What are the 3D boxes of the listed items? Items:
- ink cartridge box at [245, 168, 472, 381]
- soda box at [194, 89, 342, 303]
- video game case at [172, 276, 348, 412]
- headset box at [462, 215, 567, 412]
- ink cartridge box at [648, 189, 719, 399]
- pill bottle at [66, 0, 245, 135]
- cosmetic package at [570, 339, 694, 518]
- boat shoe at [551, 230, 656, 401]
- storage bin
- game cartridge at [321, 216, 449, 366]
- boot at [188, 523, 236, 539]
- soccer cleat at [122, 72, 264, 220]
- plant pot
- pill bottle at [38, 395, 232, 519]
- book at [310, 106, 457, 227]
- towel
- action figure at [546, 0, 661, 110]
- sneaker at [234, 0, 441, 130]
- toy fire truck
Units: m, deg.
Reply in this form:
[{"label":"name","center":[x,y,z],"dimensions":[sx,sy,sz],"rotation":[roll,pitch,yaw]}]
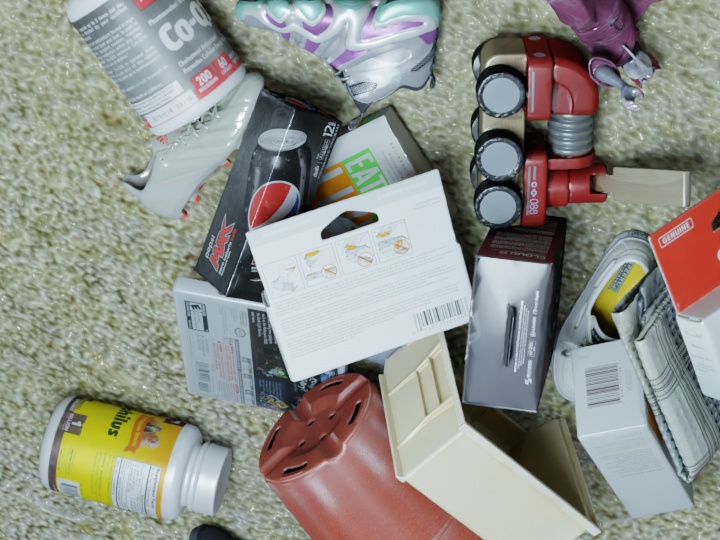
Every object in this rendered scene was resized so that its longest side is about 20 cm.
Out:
[{"label":"ink cartridge box","center":[0.000,0.000,1.616],"dimensions":[0.200,0.044,0.174],"rotation":[-18,117,-4]},{"label":"soda box","center":[-0.092,-0.072,1.634],"dimensions":[0.063,0.071,0.200],"rotation":[10,107,-39]},{"label":"video game case","center":[-0.102,0.087,1.756],"dimensions":[0.181,0.023,0.200],"rotation":[11,144,8]},{"label":"headset box","center":[0.150,0.039,1.603],"dimensions":[0.077,0.200,0.149],"rotation":[6,106,9]},{"label":"ink cartridge box","center":[0.381,-0.001,1.555],"dimensions":[0.200,0.044,0.174],"rotation":[-32,113,-21]},{"label":"pill bottle","center":[-0.211,-0.242,1.604],"dimensions":[0.114,0.114,0.200],"rotation":[-28,108,24]},{"label":"cosmetic package","center":[0.274,0.160,1.656],"dimensions":[0.071,0.102,0.200],"rotation":[-12,146,19]},{"label":"boat shoe","center":[0.246,0.063,1.671],"dimensions":[0.074,0.086,0.202],"rotation":[24,119,0]},{"label":"storage bin","center":[0.126,0.173,1.670],"dimensions":[0.094,0.199,0.200],"rotation":[-42,117,20]},{"label":"game cartridge","center":[-0.002,0.025,1.701],"dimensions":[0.200,0.041,0.133],"rotation":[32,135,-23]},{"label":"boot","center":[-0.073,0.326,1.892],"dimensions":[0.200,0.066,0.165],"rotation":[-23,117,26]},{"label":"soccer cleat","center":[-0.168,-0.130,1.676],"dimensions":[0.077,0.069,0.200],"rotation":[29,124,-20]},{"label":"plant pot","center":[0.009,0.225,1.727],"dimensions":[0.201,0.201,0.195],"rotation":[-30,116,25]},{"label":"pill bottle","center":[-0.249,0.213,1.851],"dimensions":[0.199,0.109,0.109],"rotation":[13,119,6]},{"label":"book","center":[-0.021,-0.069,1.693],"dimensions":[0.200,0.048,0.134],"rotation":[-25,108,27]},{"label":"towel","center":[0.330,0.069,1.602],"dimensions":[0.034,0.193,0.200],"rotation":[-4,120,47]},{"label":"action figure","center":[0.211,-0.232,1.519],"dimensions":[0.149,0.134,0.200],"rotation":[15,155,44]},{"label":"sneaker","center":[-0.022,-0.203,1.601],"dimensions":[0.199,0.078,0.140],"rotation":[4,117,11]},{"label":"toy fire truck","center":[0.207,-0.125,1.574],"dimensions":[0.199,0.129,0.176],"rotation":[-1,117,0]}]
